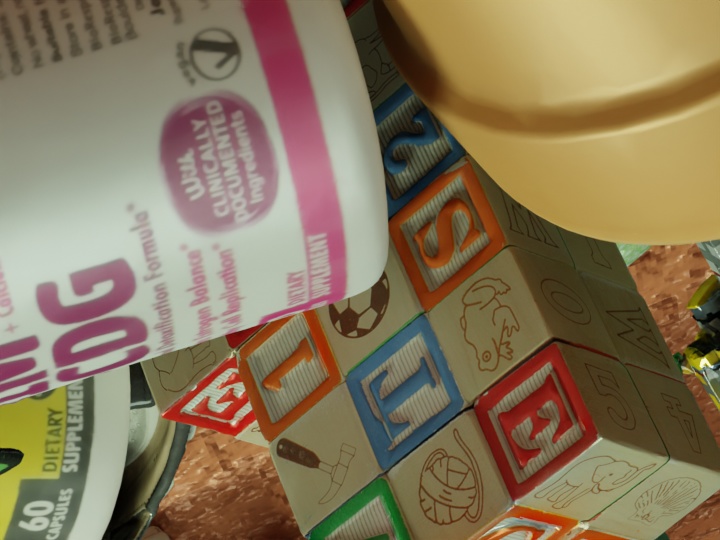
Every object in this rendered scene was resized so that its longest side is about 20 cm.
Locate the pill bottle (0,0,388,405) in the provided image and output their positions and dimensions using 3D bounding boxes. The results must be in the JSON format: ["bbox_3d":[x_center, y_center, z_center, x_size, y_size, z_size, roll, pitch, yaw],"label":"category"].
[{"bbox_3d":[-0.103,-0.021,0.639,0.199,0.114,0.113,-17,148,-8],"label":"pill bottle"}]

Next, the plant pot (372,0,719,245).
[{"bbox_3d":[0.059,-0.125,0.602,0.200,0.200,0.140,-36,130,20],"label":"plant pot"}]

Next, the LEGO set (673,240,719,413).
[{"bbox_3d":[0.173,-0.027,0.875,0.200,0.116,0.154,-32,-169,7],"label":"LEGO set"}]

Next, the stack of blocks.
[{"bbox_3d":[0.000,0.000,0.724,0.115,0.200,0.059,-41,144,25],"label":"stack of blocks"}]

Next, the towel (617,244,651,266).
[{"bbox_3d":[0.060,-0.034,0.874,0.200,0.031,0.149,-39,146,23],"label":"towel"}]

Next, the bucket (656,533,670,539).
[{"bbox_3d":[0.075,0.172,1.036,0.135,0.207,0.207,-36,146,9],"label":"bucket"}]

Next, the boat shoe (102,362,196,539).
[{"bbox_3d":[-0.098,0.074,0.905,0.074,0.060,0.200,-4,144,-29],"label":"boat shoe"}]

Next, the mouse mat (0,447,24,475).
[{"bbox_3d":[-0.196,0.070,0.638,0.200,0.008,0.161,-22,163,28],"label":"mouse mat"}]

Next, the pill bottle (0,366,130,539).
[{"bbox_3d":[-0.173,0.036,0.755,0.200,0.111,0.111,1,141,-32],"label":"pill bottle"}]

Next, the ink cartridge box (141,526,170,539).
[{"bbox_3d":[-0.127,0.189,1.078,0.198,0.043,0.200,-26,149,4],"label":"ink cartridge box"}]
